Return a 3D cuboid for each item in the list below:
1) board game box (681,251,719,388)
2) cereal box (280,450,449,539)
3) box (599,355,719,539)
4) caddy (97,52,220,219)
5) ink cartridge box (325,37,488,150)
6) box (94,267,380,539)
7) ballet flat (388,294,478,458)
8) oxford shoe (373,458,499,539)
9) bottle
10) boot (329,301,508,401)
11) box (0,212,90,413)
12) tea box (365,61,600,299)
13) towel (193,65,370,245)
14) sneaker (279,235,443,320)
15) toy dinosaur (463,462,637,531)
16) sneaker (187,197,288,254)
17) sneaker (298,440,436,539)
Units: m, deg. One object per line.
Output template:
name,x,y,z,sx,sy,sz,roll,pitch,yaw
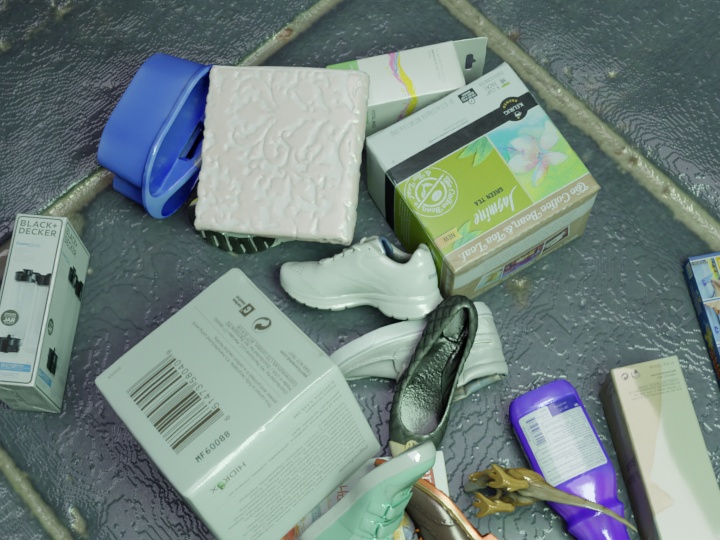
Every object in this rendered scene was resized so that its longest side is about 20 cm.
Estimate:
board game box,0.464,0.069,1.333,0.134,0.035,0.202,-10,68,-3
cereal box,0.002,0.279,1.260,0.198,0.040,0.145,-7,68,-1
box,0.326,0.205,1.253,0.077,0.095,0.202,-11,67,-2
caddy,-0.223,-0.161,1.391,0.104,0.142,0.201,22,71,13
ink cartridge box,0.062,-0.212,1.414,0.198,0.117,0.068,-12,70,-2
box,-0.125,0.152,1.215,0.200,0.172,0.199,-39,50,-14
ballet flat,0.075,0.121,1.254,0.066,0.057,0.202,18,90,3
oxford shoe,0.080,0.273,1.205,0.200,0.071,0.073,38,82,17
bottle,0.233,0.222,1.263,0.083,0.065,0.201,-24,69,-2
boot,0.067,0.109,1.310,0.198,0.074,0.096,-18,69,-3
box,-0.366,0.049,1.324,0.059,0.117,0.202,4,67,3
tea box,0.137,-0.096,1.357,0.199,0.134,0.198,-30,71,-10
towel,-0.090,-0.134,1.332,0.189,0.032,0.202,4,81,10
sneaker,0.000,0.000,1.327,0.198,0.088,0.075,3,22,19
toy dinosaur,0.176,0.226,1.206,0.199,0.106,0.061,9,97,47
sneaker,-0.108,-0.078,1.398,0.198,0.079,0.091,-1,42,7
sneaker,0.034,0.262,1.167,0.119,0.074,0.201,52,123,16
